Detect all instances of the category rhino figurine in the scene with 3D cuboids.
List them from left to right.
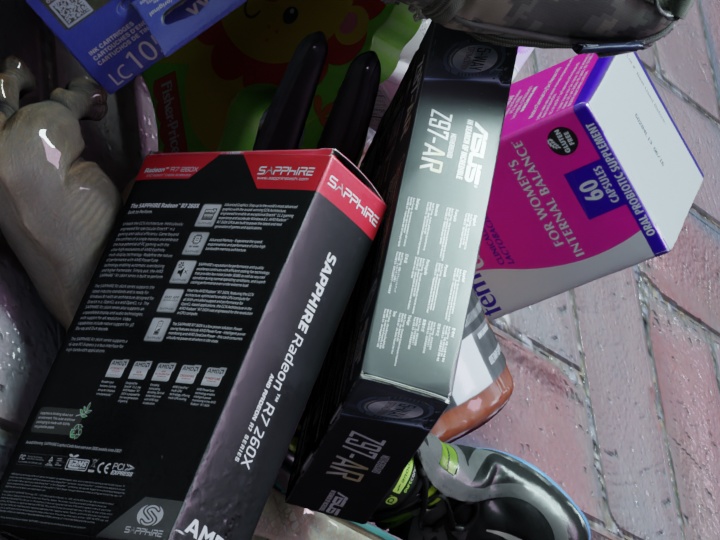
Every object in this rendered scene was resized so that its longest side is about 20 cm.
[{"bbox_3d":[-0.129,-0.004,1.283,0.200,0.060,0.087,64,22,-23],"label":"rhino figurine"}]

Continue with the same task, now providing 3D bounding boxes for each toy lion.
[{"bbox_3d":[-0.044,-0.116,1.371,0.069,0.192,0.200,24,51,-53],"label":"toy lion"}]

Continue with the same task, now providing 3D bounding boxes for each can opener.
[{"bbox_3d":[-0.038,-0.027,1.290,0.079,0.063,0.200,-84,-174,-57],"label":"can opener"}]

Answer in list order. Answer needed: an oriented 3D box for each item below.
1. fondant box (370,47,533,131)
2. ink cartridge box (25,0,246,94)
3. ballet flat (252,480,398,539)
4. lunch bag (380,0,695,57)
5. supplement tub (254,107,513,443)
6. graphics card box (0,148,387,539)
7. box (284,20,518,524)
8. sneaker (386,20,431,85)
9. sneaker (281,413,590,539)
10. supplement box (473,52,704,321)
[{"bbox_3d":[0.024,-0.175,1.597,0.144,0.058,0.200,-56,132,-25],"label":"fondant box"},{"bbox_3d":[-0.100,-0.177,1.317,0.076,0.136,0.200,50,12,-29],"label":"ink cartridge box"},{"bbox_3d":[-0.051,0.134,1.337,0.200,0.067,0.062,34,72,-42],"label":"ballet flat"},{"bbox_3d":[0.068,-0.193,1.244,0.168,0.139,0.200,19,26,-21],"label":"lunch bag"},{"bbox_3d":[0.000,0.000,1.451,0.200,0.107,0.107,65,27,-11],"label":"supplement tub"},{"bbox_3d":[-0.078,0.041,1.196,0.051,0.125,0.200,43,60,-40],"label":"graphics card box"},{"bbox_3d":[0.019,0.000,1.268,0.043,0.160,0.200,16,61,-7],"label":"box"},{"bbox_3d":[0.023,-0.147,1.486,0.075,0.082,0.200,33,19,35],"label":"sneaker"},{"bbox_3d":[0.024,0.113,1.379,0.199,0.071,0.083,28,10,-5],"label":"sneaker"},{"bbox_3d":[0.080,-0.039,1.529,0.101,0.200,0.103,58,30,-16],"label":"supplement box"}]
